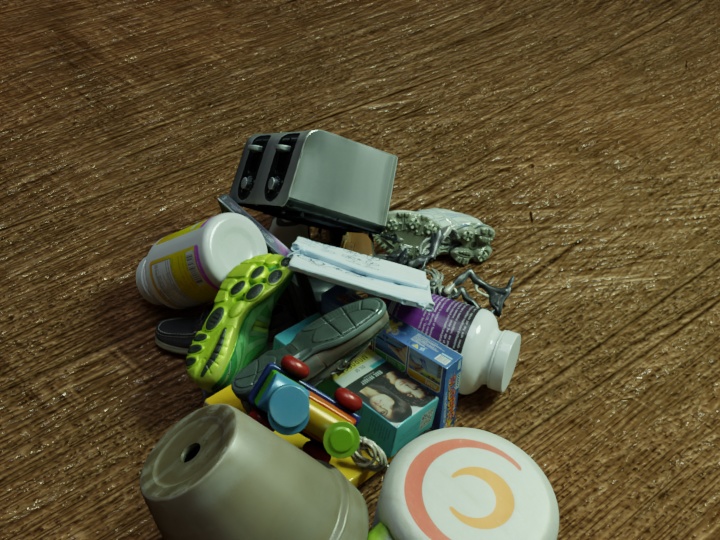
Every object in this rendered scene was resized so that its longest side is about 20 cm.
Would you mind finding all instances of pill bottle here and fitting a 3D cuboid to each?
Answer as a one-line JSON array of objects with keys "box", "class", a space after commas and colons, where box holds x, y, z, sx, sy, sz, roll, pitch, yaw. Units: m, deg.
[{"box": [-0.220, -0.006, 1.420, 0.199, 0.105, 0.104, -16, 15, 47], "class": "pill bottle"}, {"box": [0.100, 0.090, 1.367, 0.199, 0.113, 0.113, 17, 38, 19], "class": "pill bottle"}]

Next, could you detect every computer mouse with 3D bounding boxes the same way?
[{"box": [0.000, 0.025, 1.514, 0.198, 0.034, 0.059, -4, 34, -14], "class": "computer mouse"}]

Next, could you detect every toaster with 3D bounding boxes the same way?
[{"box": [-0.057, -0.119, 1.478, 0.199, 0.120, 0.180, 15, -3, -32], "class": "toaster"}]

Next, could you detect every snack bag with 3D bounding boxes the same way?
[{"box": [0.000, 0.000, 1.315, 0.187, 0.022, 0.200, 17, 9, 0], "class": "snack bag"}]

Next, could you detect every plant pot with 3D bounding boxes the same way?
[{"box": [-0.120, 0.231, 1.037, 0.199, 0.174, 0.201, -28, 29, 17], "class": "plant pot"}]

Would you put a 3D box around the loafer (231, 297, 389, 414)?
[{"box": [-0.051, 0.103, 1.216, 0.199, 0.063, 0.072, -30, 27, -7], "class": "loafer"}]

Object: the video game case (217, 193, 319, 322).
[{"box": [-0.123, -0.006, 1.459, 0.019, 0.144, 0.200, -33, 47, -18], "class": "video game case"}]

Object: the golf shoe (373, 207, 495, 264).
[{"box": [0.102, -0.060, 1.606, 0.198, 0.079, 0.097, 9, 25, -22], "class": "golf shoe"}]

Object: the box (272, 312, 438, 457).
[{"box": [-0.010, 0.132, 1.261, 0.199, 0.049, 0.082, 33, 40, 28], "class": "box"}]

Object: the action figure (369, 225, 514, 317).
[{"box": [0.106, 0.007, 1.471, 0.199, 0.119, 0.102, 24, 49, 1], "class": "action figure"}]

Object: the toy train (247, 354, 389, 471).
[{"box": [-0.021, 0.173, 1.123, 0.199, 0.085, 0.116, 32, -4, -9], "class": "toy train"}]

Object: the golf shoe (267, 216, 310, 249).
[{"box": [-0.108, -0.082, 1.608, 0.076, 0.089, 0.201, 0, 35, 9], "class": "golf shoe"}]

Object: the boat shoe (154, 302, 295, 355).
[{"box": [-0.179, 0.070, 1.397, 0.198, 0.065, 0.072, 1, 31, 15], "class": "boat shoe"}]

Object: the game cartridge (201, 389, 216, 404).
[{"box": [-0.125, 0.178, 1.299, 0.128, 0.039, 0.201, -9, 37, -10], "class": "game cartridge"}]

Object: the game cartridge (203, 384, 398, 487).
[{"box": [-0.057, 0.179, 1.252, 0.199, 0.033, 0.176, 34, 41, 27], "class": "game cartridge"}]

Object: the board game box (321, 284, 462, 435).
[{"box": [0.032, 0.119, 1.304, 0.199, 0.136, 0.034, 30, 43, 31], "class": "board game box"}]

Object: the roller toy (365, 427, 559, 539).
[{"box": [0.106, 0.271, 1.094, 0.198, 0.140, 0.183, 12, 45, 1], "class": "roller toy"}]

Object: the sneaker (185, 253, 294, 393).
[{"box": [-0.146, 0.064, 1.318, 0.074, 0.084, 0.201, 22, 67, 28], "class": "sneaker"}]

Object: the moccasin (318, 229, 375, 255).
[{"box": [-0.022, -0.061, 1.610, 0.077, 0.074, 0.202, 6, 45, -9], "class": "moccasin"}]
